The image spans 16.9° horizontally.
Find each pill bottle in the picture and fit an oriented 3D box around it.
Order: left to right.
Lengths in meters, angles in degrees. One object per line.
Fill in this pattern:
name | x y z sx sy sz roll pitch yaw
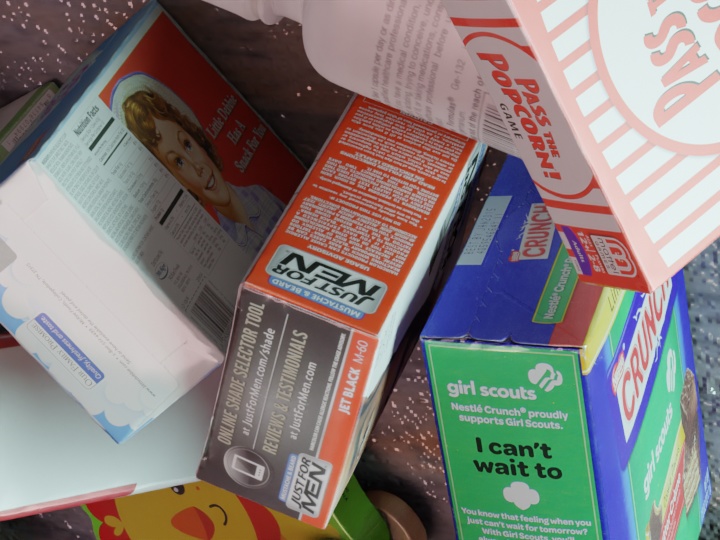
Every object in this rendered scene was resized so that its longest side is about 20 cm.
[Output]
pill bottle | 0.036 -0.119 0.989 0.199 0.114 0.115 22 130 10

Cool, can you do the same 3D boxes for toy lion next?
toy lion | -0.072 0.100 1.233 0.191 0.069 0.201 3 120 36

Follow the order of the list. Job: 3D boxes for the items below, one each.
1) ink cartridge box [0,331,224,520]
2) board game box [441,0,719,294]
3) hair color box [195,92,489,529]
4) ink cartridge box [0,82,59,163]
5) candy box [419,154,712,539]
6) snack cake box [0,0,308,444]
ink cartridge box | -0.169 0.075 1.160 0.200 0.144 0.084 -14 85 52
board game box | 0.132 -0.111 0.898 0.046 0.200 0.152 11 135 59
hair color box | 0.000 0.000 1.032 0.064 0.200 0.111 21 130 7
ink cartridge box | -0.235 -0.007 1.175 0.200 0.146 0.048 -24 112 36
candy box | 0.095 0.065 1.055 0.077 0.169 0.201 0 123 21
snack cake box | -0.097 -0.027 1.056 0.067 0.200 0.115 -39 102 24
